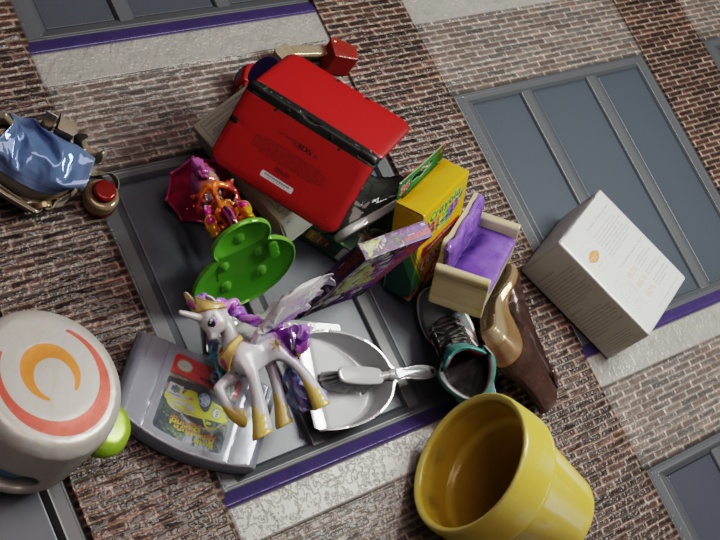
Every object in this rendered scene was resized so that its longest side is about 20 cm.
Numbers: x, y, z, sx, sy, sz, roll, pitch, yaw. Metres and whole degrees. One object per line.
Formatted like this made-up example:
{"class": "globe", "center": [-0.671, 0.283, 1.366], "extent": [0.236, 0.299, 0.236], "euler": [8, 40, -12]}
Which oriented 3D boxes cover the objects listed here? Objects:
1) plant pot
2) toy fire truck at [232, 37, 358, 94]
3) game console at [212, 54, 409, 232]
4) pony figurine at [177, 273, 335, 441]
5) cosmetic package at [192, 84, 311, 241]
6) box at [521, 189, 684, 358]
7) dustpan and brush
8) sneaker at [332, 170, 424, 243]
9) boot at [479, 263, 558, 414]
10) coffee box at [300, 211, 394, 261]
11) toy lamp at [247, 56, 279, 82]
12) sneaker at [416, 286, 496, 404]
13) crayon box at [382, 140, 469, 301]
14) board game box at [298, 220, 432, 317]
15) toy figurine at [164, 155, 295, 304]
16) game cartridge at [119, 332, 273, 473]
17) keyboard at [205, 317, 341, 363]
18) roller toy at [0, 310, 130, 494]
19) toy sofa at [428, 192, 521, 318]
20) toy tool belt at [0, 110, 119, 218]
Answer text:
{"class": "plant pot", "center": [0.204, 0.292, 1.647], "extent": [0.188, 0.200, 0.202], "euler": [33, 52, -30]}
{"class": "toy fire truck", "center": [-0.098, -0.291, 1.855], "extent": [0.199, 0.049, 0.142], "euler": [8, 62, -26]}
{"class": "game console", "center": [-0.065, -0.171, 1.640], "extent": [0.199, 0.173, 0.119], "euler": [32, 10, 8]}
{"class": "pony figurine", "center": [-0.119, 0.095, 1.554], "extent": [0.192, 0.166, 0.201], "euler": [-22, 83, -40]}
{"class": "cosmetic package", "center": [-0.127, -0.147, 1.693], "extent": [0.103, 0.073, 0.200], "euler": [-38, 69, -10]}
{"class": "box", "center": [0.382, 0.006, 1.942], "extent": [0.200, 0.106, 0.152], "euler": [45, 52, -2]}
{"class": "dustpan and brush", "center": [0.018, 0.145, 1.685], "extent": [0.199, 0.057, 0.141], "euler": [5, 63, -41]}
{"class": "sneaker", "center": [0.018, -0.125, 1.764], "extent": [0.199, 0.071, 0.100], "euler": [-31, 89, -33]}
{"class": "boot", "center": [0.237, 0.100, 1.845], "extent": [0.167, 0.072, 0.200], "euler": [51, 30, -22]}
{"class": "coffee box", "center": [-0.041, -0.088, 1.785], "extent": [0.199, 0.044, 0.123], "euler": [34, 53, -11]}
{"class": "toy lamp", "center": [-0.086, -0.227, 1.769], "extent": [0.200, 0.058, 0.059], "euler": [44, 40, -51]}
{"class": "sneaker", "center": [0.132, 0.107, 1.730], "extent": [0.083, 0.121, 0.201], "euler": [-25, 78, -1]}
{"class": "crayon box", "center": [0.094, -0.069, 1.755], "extent": [0.051, 0.201, 0.127], "euler": [28, 49, 21]}
{"class": "board game box", "center": [0.000, 0.000, 1.664], "extent": [0.120, 0.200, 0.032], "euler": [-26, 81, -36]}
{"class": "toy figurine", "center": [-0.193, -0.076, 1.621], "extent": [0.149, 0.200, 0.185], "euler": [-26, 65, -14]}
{"class": "game cartridge", "center": [-0.210, 0.174, 1.556], "extent": [0.199, 0.041, 0.134], "euler": [25, 59, -17]}
{"class": "keyboard", "center": [-0.115, 0.092, 1.669], "extent": [0.199, 0.011, 0.057], "euler": [7, 62, -27]}
{"class": "roller toy", "center": [-0.379, 0.150, 1.404], "extent": [0.182, 0.140, 0.201], "euler": [-17, 72, -46]}
{"class": "toy sofa", "center": [0.170, -0.026, 1.789], "extent": [0.082, 0.098, 0.200], "euler": [19, 31, 11]}
{"class": "toy tool belt", "center": [-0.387, -0.136, 1.559], "extent": [0.199, 0.123, 0.126], "euler": [20, 57, -20]}
